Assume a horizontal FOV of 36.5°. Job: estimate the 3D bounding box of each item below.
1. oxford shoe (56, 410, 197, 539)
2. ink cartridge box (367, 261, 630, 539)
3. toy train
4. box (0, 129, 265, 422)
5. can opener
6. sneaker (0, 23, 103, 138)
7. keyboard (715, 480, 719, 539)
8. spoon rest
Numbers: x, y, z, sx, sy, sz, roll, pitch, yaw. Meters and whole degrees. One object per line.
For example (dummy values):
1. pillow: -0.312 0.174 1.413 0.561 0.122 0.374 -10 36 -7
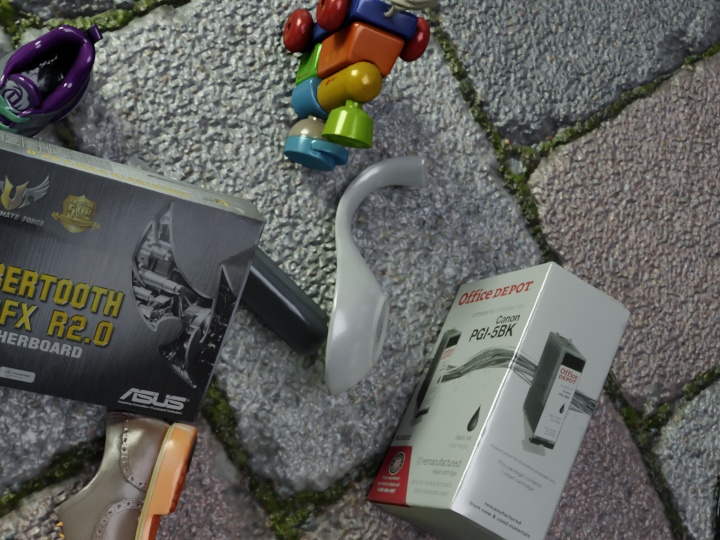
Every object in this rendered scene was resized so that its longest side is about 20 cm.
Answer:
1. oxford shoe: -0.176 0.194 0.745 0.073 0.071 0.201 19 70 -2
2. ink cartridge box: 0.103 0.104 0.836 0.083 0.147 0.201 31 71 -17
3. toy train: 0.002 -0.141 0.791 0.084 0.200 0.116 16 82 -23
4. box: -0.182 0.006 0.730 0.199 0.048 0.159 16 106 -24
5. can opener: -0.108 -0.008 0.811 0.200 0.053 0.066 40 103 -14
6. sneaker: -0.256 -0.099 0.722 0.074 0.087 0.200 46 67 -13
7. keyboard: 0.421 0.222 1.044 0.199 0.021 0.128 17 83 -24
8. spoon rest: 0.000 0.000 0.842 0.060 0.099 0.201 13 64 11
